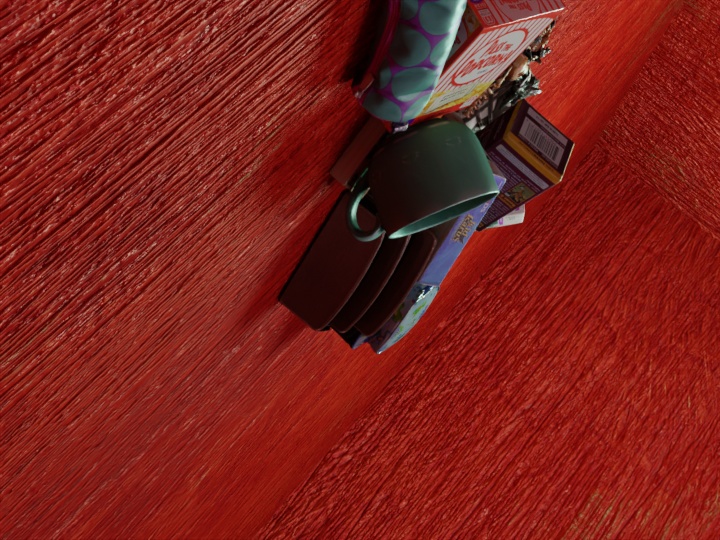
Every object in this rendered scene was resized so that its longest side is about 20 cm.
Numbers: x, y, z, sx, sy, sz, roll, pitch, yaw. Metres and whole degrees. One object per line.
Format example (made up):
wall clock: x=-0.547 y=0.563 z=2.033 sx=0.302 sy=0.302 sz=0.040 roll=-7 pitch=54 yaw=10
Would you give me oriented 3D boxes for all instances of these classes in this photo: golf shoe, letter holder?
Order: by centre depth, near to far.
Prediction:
letter holder: x=0.000 y=0.000 z=1.464 sx=0.201 sy=0.142 sz=0.100 roll=-56 pitch=168 yaw=25
golf shoe: x=0.200 y=-0.250 z=1.615 sx=0.201 sy=0.094 sz=0.078 roll=-52 pitch=170 yaw=11

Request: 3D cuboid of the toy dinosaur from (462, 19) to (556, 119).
toy dinosaur: x=0.210 y=-0.304 z=1.461 sx=0.199 sy=0.103 sz=0.136 roll=-30 pitch=168 yaw=-6

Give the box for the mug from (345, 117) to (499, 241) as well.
mug: x=0.071 y=-0.117 z=1.276 sx=0.183 sy=0.116 sz=0.152 roll=-20 pitch=175 yaw=-17

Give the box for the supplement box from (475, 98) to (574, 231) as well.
supplement box: x=0.213 y=-0.156 z=1.543 sx=0.200 sy=0.110 sz=0.086 roll=-33 pitch=-156 yaw=52

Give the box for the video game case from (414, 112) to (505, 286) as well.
video game case: x=0.116 y=-0.111 z=1.512 sx=0.045 sy=0.182 sz=0.201 roll=12 pitch=123 yaw=-33

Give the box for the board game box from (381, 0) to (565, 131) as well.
board game box: x=0.122 y=-0.249 z=1.176 sx=0.151 sy=0.047 sz=0.200 roll=-24 pitch=168 yaw=-38

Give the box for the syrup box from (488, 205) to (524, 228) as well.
syrup box: x=0.174 y=-0.109 z=1.710 sx=0.197 sy=0.083 sz=0.079 roll=-9 pitch=171 yaw=6

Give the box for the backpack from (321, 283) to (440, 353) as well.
backpack: x=0.048 y=0.036 z=1.776 sx=0.200 sy=0.147 sz=0.184 roll=-42 pitch=169 yaw=-50

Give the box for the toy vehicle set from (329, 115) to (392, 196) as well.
toy vehicle set: x=0.041 y=-0.189 z=1.326 sx=0.201 sy=0.026 sz=0.124 roll=-53 pitch=169 yaw=5

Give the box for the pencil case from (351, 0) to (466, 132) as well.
pencil case: x=0.050 y=-0.240 z=1.042 sx=0.092 sy=0.086 sz=0.201 roll=-22 pitch=155 yaw=-26
